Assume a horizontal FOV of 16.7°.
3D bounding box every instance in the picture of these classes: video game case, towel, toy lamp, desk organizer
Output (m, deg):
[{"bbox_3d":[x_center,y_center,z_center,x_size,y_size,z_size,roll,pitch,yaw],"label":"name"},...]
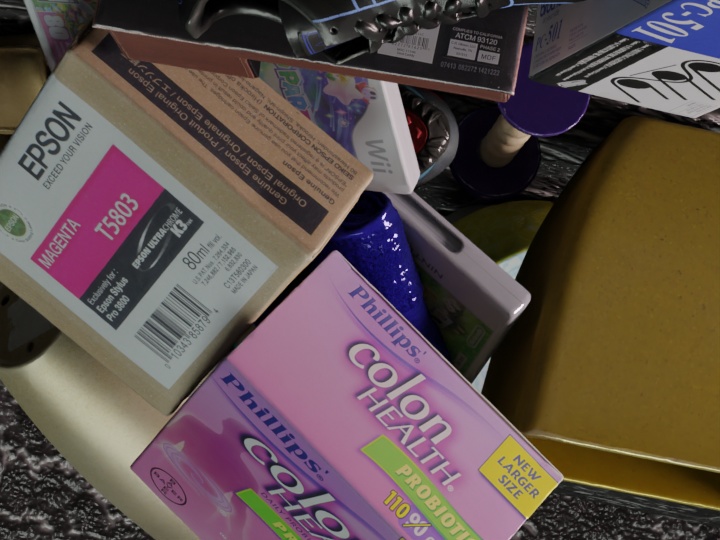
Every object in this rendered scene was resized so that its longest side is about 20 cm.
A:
[{"bbox_3d":[-0.075,-0.105,1.297,0.199,0.018,0.144,6,137,22],"label":"video game case"},{"bbox_3d":[0.000,0.000,1.419,0.182,0.022,0.200,42,154,7],"label":"video game case"},{"bbox_3d":[-0.016,0.027,1.401,0.147,0.050,0.201,20,144,42],"label":"towel"},{"bbox_3d":[0.085,-0.079,1.373,0.058,0.059,0.200,11,168,-6],"label":"toy lamp"},{"bbox_3d":[-0.019,-0.126,1.168,0.199,0.072,0.077,10,172,5],"label":"desk organizer"}]

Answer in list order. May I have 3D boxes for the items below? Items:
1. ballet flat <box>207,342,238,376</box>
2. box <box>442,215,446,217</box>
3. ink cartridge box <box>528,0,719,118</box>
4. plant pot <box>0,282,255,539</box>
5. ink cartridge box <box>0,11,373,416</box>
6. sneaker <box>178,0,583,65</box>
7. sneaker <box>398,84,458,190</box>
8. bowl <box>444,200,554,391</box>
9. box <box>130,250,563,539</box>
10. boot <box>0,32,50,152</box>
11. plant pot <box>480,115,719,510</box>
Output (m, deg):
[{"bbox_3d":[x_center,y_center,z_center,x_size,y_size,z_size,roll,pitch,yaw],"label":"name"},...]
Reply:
[{"bbox_3d":[-0.119,-0.019,1.480,0.067,0.201,0.068,-10,180,-17],"label":"ballet flat"},{"bbox_3d":[0.054,0.071,1.814,0.114,0.201,0.132,15,169,-30],"label":"box"},{"bbox_3d":[0.156,-0.116,1.116,0.093,0.044,0.200,11,170,-16],"label":"ink cartridge box"},{"bbox_3d":[-0.150,0.064,1.629,0.187,0.188,0.200,1,154,43],"label":"plant pot"},{"bbox_3d":[-0.111,-0.034,1.305,0.165,0.075,0.200,38,141,-3],"label":"ink cartridge box"},{"bbox_3d":[0.014,-0.129,1.093,0.199,0.078,0.070,8,170,13],"label":"sneaker"},{"bbox_3d":[0.009,-0.080,1.452,0.095,0.080,0.200,-9,-178,-32],"label":"sneaker"},{"bbox_3d":[0.093,0.019,1.685,0.200,0.200,0.108,20,-151,-44],"label":"bowl"},{"bbox_3d":[-0.013,0.113,1.364,0.176,0.097,0.200,45,150,1],"label":"box"},{"bbox_3d":[-0.217,-0.099,1.539,0.199,0.067,0.175,2,167,35],"label":"boot"},{"bbox_3d":[0.183,0.024,1.419,0.193,0.201,0.196,11,171,-4],"label":"plant pot"}]
